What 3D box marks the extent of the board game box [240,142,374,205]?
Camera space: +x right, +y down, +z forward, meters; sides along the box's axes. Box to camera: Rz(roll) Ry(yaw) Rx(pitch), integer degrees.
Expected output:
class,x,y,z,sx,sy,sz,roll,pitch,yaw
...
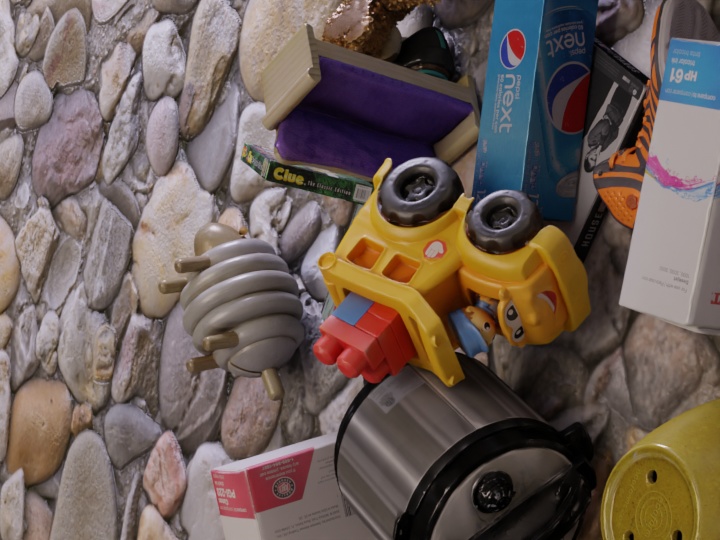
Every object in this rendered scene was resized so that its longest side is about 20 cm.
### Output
class,x,y,z,sx,sy,sz,roll,pitch,yaw
board game box,-0.053,-0.093,1.856,0.200,0.104,0.024,-140,67,-76

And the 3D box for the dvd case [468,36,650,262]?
class,x,y,z,sx,sy,sz,roll,pitch,yaw
dvd case,0.171,-0.100,1.671,0.150,0.025,0.201,48,123,47

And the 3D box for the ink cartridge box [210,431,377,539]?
class,x,y,z,sx,sy,sz,roll,pitch,yaw
ink cartridge box,-0.039,0.259,1.756,0.085,0.145,0.202,-11,92,60

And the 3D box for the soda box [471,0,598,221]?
class,x,y,z,sx,sy,sz,roll,pitch,yaw
soda box,0.147,-0.145,1.635,0.068,0.064,0.202,7,91,54

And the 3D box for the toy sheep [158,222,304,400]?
class,x,y,z,sx,sy,sz,roll,pitch,yaw
toy sheep,-0.122,0.042,1.970,0.138,0.137,0.202,-37,65,45

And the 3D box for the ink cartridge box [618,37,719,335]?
class,x,y,z,sx,sy,sz,roll,pitch,yaw
ink cartridge box,0.280,-0.056,1.405,0.084,0.143,0.202,16,97,54

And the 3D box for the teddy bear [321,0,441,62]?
class,x,y,z,sx,sy,sz,roll,pitch,yaw
teddy bear,0.039,-0.270,1.820,0.144,0.067,0.201,-11,48,40

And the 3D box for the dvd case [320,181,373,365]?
class,x,y,z,sx,sy,sz,roll,pitch,yaw
dvd case,0.000,0.000,1.815,0.200,0.022,0.147,-108,35,-77

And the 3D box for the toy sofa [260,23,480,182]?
class,x,y,z,sx,sy,sz,roll,pitch,yaw
toy sofa,0.013,-0.139,1.751,0.083,0.198,0.098,-41,46,42

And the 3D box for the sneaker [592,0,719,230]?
class,x,y,z,sx,sy,sz,roll,pitch,yaw
sneaker,0.232,-0.112,1.541,0.112,0.077,0.202,-14,73,52

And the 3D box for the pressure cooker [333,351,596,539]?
class,x,y,z,sx,sy,sz,roll,pitch,yaw
pressure cooker,0.088,0.182,1.608,0.200,0.177,0.177,41,114,50

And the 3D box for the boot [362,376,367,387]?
class,x,y,z,sx,sy,sz,roll,pitch,yaw
boot,0.053,0.120,1.776,0.131,0.069,0.202,36,124,48

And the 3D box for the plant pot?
class,x,y,z,sx,sy,sz,roll,pitch,yaw
plant pot,0.257,0.181,1.399,0.199,0.141,0.202,-13,74,54

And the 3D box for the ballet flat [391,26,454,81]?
class,x,y,z,sx,sy,sz,roll,pitch,yaw
ballet flat,0.017,-0.176,1.874,0.199,0.068,0.069,-25,54,39

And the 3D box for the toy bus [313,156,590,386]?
class,x,y,z,sx,sy,sz,roll,pitch,yaw
toy bus,0.060,0.026,1.587,0.199,0.136,0.192,22,60,35
